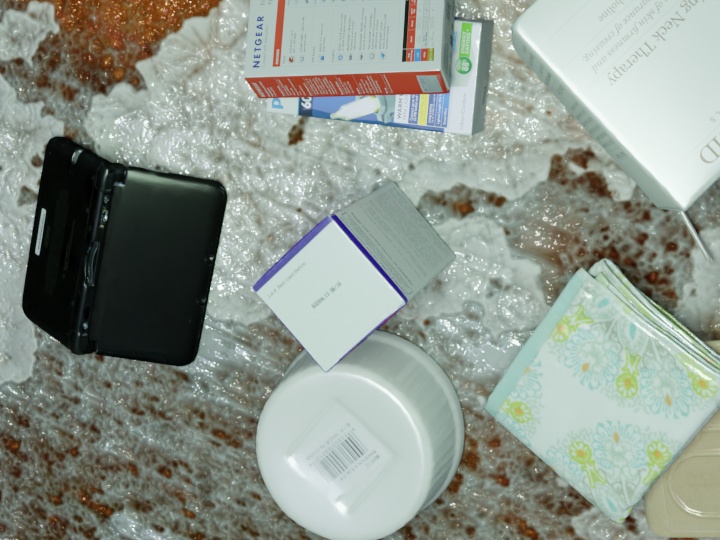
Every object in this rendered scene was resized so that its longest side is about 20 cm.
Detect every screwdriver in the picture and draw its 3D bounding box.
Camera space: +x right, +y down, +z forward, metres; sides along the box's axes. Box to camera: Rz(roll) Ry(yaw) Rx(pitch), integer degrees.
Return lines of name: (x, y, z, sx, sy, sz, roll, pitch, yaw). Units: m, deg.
screwdriver: (0.265, -0.092, 1.227, 0.028, 0.029, 0.201, -29, 87, 21)

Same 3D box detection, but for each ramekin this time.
ramekin: (-0.005, 0.165, 1.334, 0.199, 0.098, 0.202, 4, 102, 17)

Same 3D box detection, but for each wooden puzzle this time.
wooden puzzle: (0.346, 0.150, 1.244, 0.199, 0.046, 0.187, -4, 101, 31)

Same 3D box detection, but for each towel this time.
towel: (0.225, 0.111, 1.251, 0.171, 0.048, 0.201, 42, 123, 17)

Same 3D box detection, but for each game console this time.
game console: (-0.248, -0.020, 1.412, 0.175, 0.116, 0.202, 27, 111, 42)

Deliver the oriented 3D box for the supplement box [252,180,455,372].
supplement box: (0.000, 0.000, 1.242, 0.101, 0.200, 0.103, -42, 89, 21)

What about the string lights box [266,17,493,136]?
string lights box: (0.017, -0.188, 1.270, 0.198, 0.059, 0.104, 8, 103, 15)

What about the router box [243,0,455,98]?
router box: (-0.006, -0.257, 1.218, 0.178, 0.049, 0.202, 1, 74, 14)

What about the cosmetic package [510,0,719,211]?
cosmetic package: (0.249, -0.177, 1.129, 0.167, 0.166, 0.200, -44, 87, 7)
